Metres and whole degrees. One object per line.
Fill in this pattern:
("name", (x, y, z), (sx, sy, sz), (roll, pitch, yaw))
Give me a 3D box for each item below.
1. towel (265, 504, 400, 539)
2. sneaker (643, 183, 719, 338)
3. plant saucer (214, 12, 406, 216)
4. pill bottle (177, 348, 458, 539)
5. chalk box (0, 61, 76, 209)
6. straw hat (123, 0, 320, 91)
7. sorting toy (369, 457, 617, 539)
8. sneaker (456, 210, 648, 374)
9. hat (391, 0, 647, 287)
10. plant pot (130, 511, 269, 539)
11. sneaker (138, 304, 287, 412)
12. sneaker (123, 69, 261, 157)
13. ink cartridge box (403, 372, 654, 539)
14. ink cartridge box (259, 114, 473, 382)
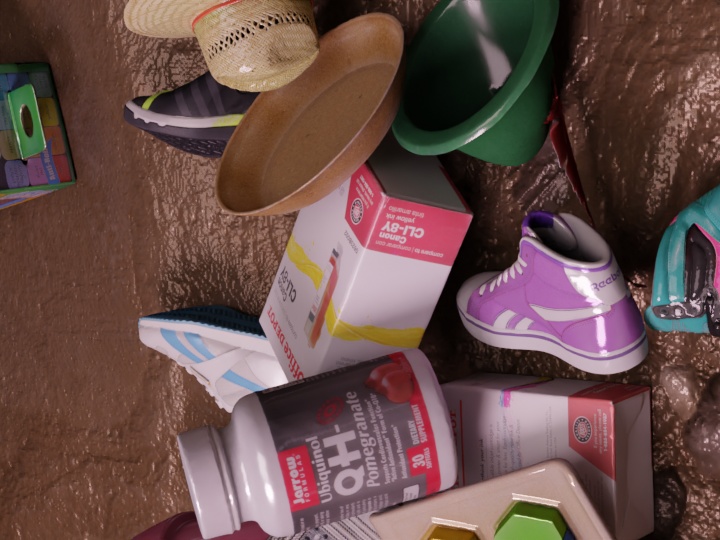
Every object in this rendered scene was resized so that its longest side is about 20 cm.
("towel", (-0.008, 0.280, 1.475), (0.200, 0.193, 0.034), (45, 168, -22))
("sneaker", (0.266, 0.037, 1.316), (0.120, 0.083, 0.202), (-21, 77, 33))
("plant saucer", (-0.031, -0.113, 1.443), (0.199, 0.202, 0.035), (-24, 126, 38))
("pill bottle", (-0.034, 0.136, 1.399), (0.111, 0.198, 0.112), (165, 90, -81))
("chalk box", (-0.360, -0.125, 1.757), (0.199, 0.123, 0.126), (-13, 88, 37))
("straw hat", (-0.082, -0.189, 1.477), (0.200, 0.200, 0.086), (-27, 75, 37))
("sorting toy", (0.121, 0.242, 1.414), (0.199, 0.037, 0.186), (-20, 111, 36))
("sneaker", (0.132, 0.000, 1.386), (0.200, 0.072, 0.115), (12, 130, 54))
("hat", (0.136, -0.112, 1.437), (0.165, 0.175, 0.202), (-5, 58, 50))
("plant pot", (-0.082, 0.282, 1.575), (0.178, 0.200, 0.202), (-28, 80, 22))
("sneaker", (-0.122, 0.079, 1.634), (0.199, 0.076, 0.082), (13, 107, 38))
("sneaker", (-0.119, -0.146, 1.614), (0.198, 0.072, 0.084), (9, 79, 36))
("ink cartridge box", (0.128, 0.145, 1.454), (0.198, 0.067, 0.118), (4, 100, 36))
("ink cartridge box", (0.000, 0.000, 1.483), (0.145, 0.083, 0.202), (-120, 45, -55))
